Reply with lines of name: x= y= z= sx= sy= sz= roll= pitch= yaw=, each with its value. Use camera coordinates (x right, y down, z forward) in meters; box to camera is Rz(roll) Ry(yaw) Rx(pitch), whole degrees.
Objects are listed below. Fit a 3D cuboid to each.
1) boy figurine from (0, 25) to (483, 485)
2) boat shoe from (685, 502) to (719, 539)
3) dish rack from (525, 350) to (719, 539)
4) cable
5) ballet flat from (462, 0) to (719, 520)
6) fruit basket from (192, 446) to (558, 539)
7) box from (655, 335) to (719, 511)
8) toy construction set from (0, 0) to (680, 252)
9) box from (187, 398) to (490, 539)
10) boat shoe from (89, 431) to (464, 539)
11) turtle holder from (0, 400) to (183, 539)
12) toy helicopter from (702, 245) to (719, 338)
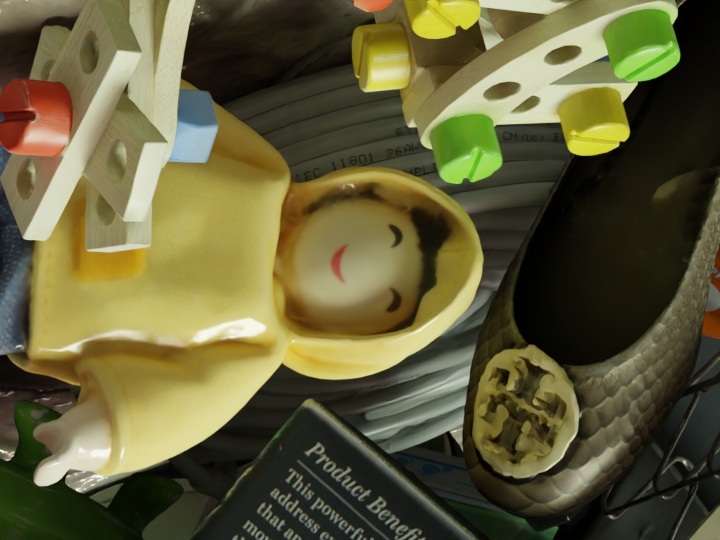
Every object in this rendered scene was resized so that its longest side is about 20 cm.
boy figurine: x=-0.062 y=-0.001 z=0.734 sx=0.199 sy=0.125 sz=0.064 roll=11 pitch=158 yaw=-15
boat shoe: x=0.081 y=0.139 z=0.789 sx=0.072 sy=0.066 sz=0.201 roll=11 pitch=111 yaw=-24
dish rack: x=0.142 y=0.075 z=0.805 sx=0.200 sy=0.154 sz=0.055 roll=-27 pitch=-163 yaw=49
cable: x=0.000 y=0.000 z=0.883 sx=0.199 sy=0.070 sz=0.200 roll=-23 pitch=158 yaw=14
ballet flat: x=0.081 y=-0.025 z=0.766 sx=0.201 sy=0.067 sz=0.046 roll=-60 pitch=148 yaw=1
fruit basket: x=0.021 y=0.125 z=0.984 sx=0.184 sy=0.094 sz=0.200 roll=14 pitch=-173 yaw=3
box: x=0.160 y=0.052 z=0.998 sx=0.147 sy=0.105 sz=0.200 roll=-16 pitch=-179 yaw=0
toy construction set: x=0.000 y=-0.070 z=0.687 sx=0.199 sy=0.092 sz=0.131 roll=-14 pitch=163 yaw=-39
box: x=-0.035 y=0.148 z=0.814 sx=0.200 sy=0.107 sz=0.148 roll=-49 pitch=175 yaw=-3
boat shoe: x=-0.050 y=0.114 z=1.129 sx=0.200 sy=0.072 sz=0.061 roll=-22 pitch=155 yaw=9
turtle holder: x=-0.145 y=0.110 z=0.915 sx=0.140 sy=0.132 sz=0.186 roll=20 pitch=168 yaw=2
toy helicopter: x=0.184 y=0.020 z=0.836 sx=0.132 sy=0.079 sz=0.200 roll=-6 pitch=132 yaw=47
